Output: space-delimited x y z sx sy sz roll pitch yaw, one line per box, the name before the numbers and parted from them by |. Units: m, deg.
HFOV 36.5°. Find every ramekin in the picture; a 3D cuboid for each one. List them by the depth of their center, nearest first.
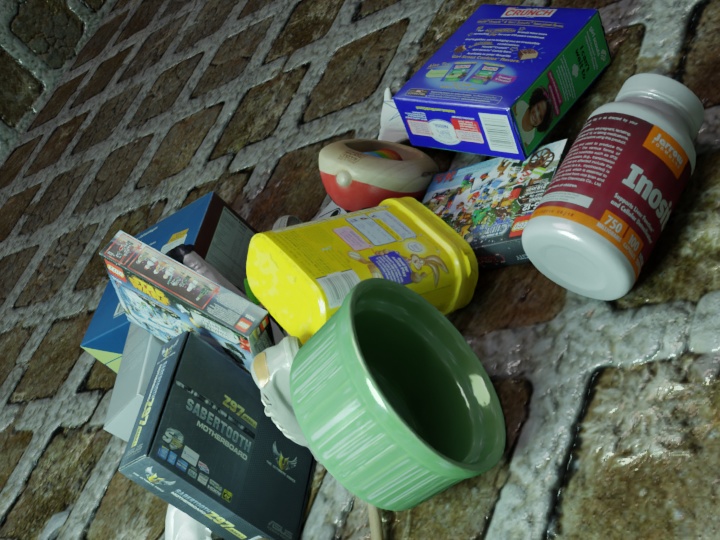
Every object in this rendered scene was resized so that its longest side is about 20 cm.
ramekin | 0.030 0.116 0.983 0.098 0.200 0.201 -40 29 26

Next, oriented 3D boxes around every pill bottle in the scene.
pill bottle | 0.242 -0.082 1.022 0.113 0.113 0.201 4 57 55

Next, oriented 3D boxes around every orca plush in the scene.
orca plush | -0.168 0.057 1.282 0.071 0.200 0.105 -52 -6 13

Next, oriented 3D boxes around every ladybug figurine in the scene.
ladybug figurine | 0.019 -0.112 1.325 0.135 0.200 0.073 21 108 25

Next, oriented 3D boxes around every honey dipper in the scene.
honey dipper | 0.012 0.229 1.025 0.038 0.038 0.201 -34 34 22

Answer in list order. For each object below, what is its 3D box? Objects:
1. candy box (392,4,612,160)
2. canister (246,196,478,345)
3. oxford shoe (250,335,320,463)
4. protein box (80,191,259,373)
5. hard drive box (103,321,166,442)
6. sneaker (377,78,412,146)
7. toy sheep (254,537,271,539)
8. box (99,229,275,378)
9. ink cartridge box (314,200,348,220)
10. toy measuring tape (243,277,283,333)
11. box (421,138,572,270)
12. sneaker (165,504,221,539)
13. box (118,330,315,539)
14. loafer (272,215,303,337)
candy box | 0.164 -0.222 1.256 0.168 0.077 0.200 14 52 41
canister | 0.000 0.000 1.127 0.148 0.199 0.087 43 133 37
oxford shoe | -0.067 0.133 1.090 0.057 0.201 0.076 -19 54 -2
protein box | -0.246 0.035 1.502 0.198 0.135 0.201 -25 36 35
hard drive box | -0.204 0.132 1.299 0.077 0.155 0.201 -42 28 30
sneaker | 0.086 -0.205 1.389 0.199 0.074 0.088 0 96 51
toy sheep | -0.081 0.321 0.940 0.137 0.138 0.201 -34 36 22
box | -0.180 0.049 1.177 0.199 0.137 0.040 28 62 19
ink cartridge box | -0.003 -0.034 1.357 0.094 0.044 0.200 -48 29 2
toy measuring tape | -0.099 0.080 1.351 0.073 0.073 0.201 -33 54 24
box | 0.141 -0.064 1.210 0.199 0.038 0.137 -12 44 46
sneaker | -0.168 0.300 1.156 0.088 0.075 0.201 -2 57 36
box | -0.136 0.180 1.110 0.051 0.200 0.158 -29 33 34
loafer | -0.065 0.009 1.332 0.070 0.070 0.201 -38 50 31
